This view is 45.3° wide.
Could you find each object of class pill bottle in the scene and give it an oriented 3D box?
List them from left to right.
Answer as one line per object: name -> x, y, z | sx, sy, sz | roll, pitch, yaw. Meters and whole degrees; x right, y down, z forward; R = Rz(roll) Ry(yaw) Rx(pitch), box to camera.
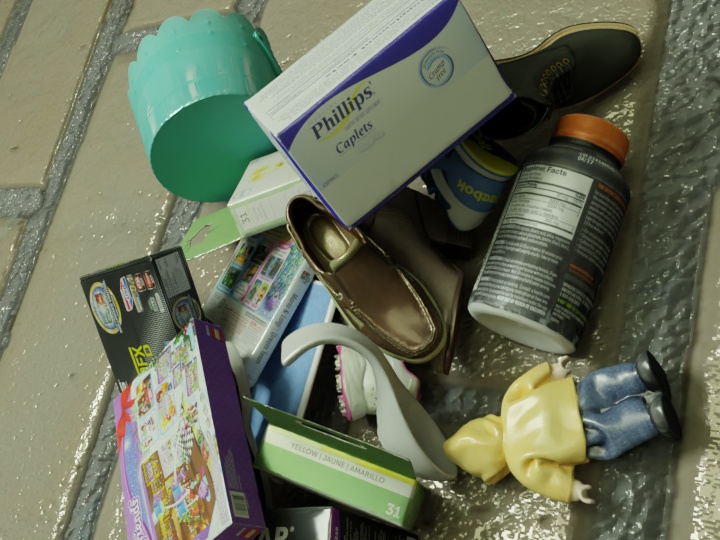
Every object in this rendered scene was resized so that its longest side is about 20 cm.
pill bottle -> 0.178, -0.037, 0.778 | 0.105, 0.106, 0.203 | 15, 77, 39

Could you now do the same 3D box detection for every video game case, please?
video game case -> -0.116, 0.020, 0.971 | 0.184, 0.023, 0.199 | -61, 28, -5

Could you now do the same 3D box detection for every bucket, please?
bucket -> -0.180, -0.193, 1.054 | 0.205, 0.206, 0.137 | -32, 55, 18

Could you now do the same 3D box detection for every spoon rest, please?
spoon rest -> 0.020, 0.114, 0.761 | 0.061, 0.199, 0.100 | -44, 21, 14

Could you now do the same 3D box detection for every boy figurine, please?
boy figurine -> 0.165, 0.140, 0.729 | 0.197, 0.064, 0.126 | -25, 55, 24

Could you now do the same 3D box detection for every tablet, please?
tablet -> -0.077, 0.107, 0.904 | 0.129, 0.013, 0.204 | 13, 85, 61

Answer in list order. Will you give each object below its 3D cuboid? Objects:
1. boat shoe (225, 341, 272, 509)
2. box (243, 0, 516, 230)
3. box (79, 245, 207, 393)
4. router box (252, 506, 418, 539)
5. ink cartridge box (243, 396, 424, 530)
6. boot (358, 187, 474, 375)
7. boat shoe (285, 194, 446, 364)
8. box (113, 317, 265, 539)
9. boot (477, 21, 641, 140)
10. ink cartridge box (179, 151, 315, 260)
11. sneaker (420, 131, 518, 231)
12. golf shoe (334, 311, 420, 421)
boat shoe -> -0.134, 0.175, 0.861 | 0.073, 0.059, 0.204 | 15, 117, 60
box -> 0.007, -0.152, 0.767 | 0.183, 0.105, 0.200 | -38, 23, 0
box -> -0.224, 0.086, 0.951 | 0.158, 0.044, 0.204 | -10, 100, 44
router box -> -0.067, 0.255, 0.781 | 0.197, 0.149, 0.052 | -13, 60, 30
ink cartridge box -> -0.022, 0.170, 0.731 | 0.143, 0.200, 0.049 | 18, 75, 13
boot -> 0.033, 0.001, 0.851 | 0.143, 0.071, 0.203 | 10, 51, 6
boat shoe -> -0.004, 0.005, 0.786 | 0.075, 0.075, 0.202 | -46, 62, -2
box -> -0.156, 0.163, 0.752 | 0.137, 0.039, 0.202 | -42, 47, 26
boot -> 0.184, -0.168, 0.803 | 0.196, 0.079, 0.139 | -21, 22, 4
ink cartridge box -> -0.127, -0.081, 0.980 | 0.196, 0.049, 0.146 | -18, 23, 12
sneaker -> 0.092, -0.111, 0.877 | 0.201, 0.072, 0.084 | -107, 34, -61
golf shoe -> 0.018, 0.057, 0.882 | 0.089, 0.076, 0.203 | -4, 57, 3
